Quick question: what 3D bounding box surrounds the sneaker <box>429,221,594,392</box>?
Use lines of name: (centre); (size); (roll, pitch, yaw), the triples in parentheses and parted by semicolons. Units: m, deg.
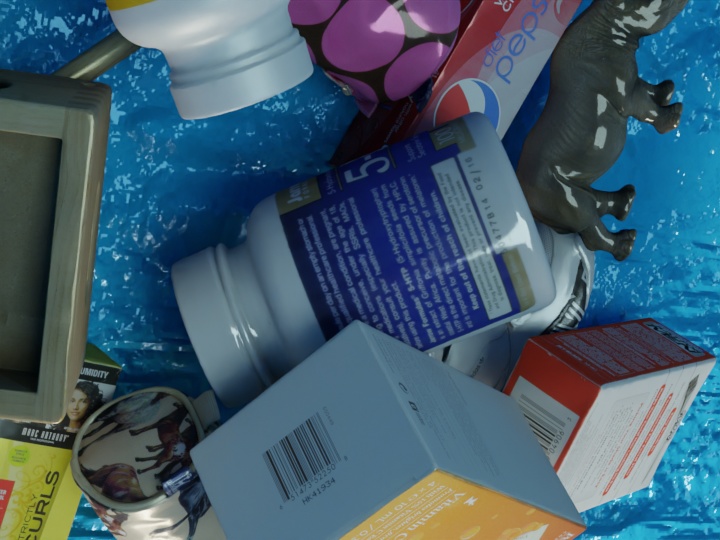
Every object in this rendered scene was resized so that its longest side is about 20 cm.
sneaker: (0.071, 0.034, 1.049); (0.114, 0.075, 0.201); (25, 95, -37)

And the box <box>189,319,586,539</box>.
box: (0.021, 0.124, 0.901); (0.124, 0.098, 0.200); (-38, 149, 15)

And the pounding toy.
pounding toy: (-0.198, -0.045, 0.827); (0.182, 0.142, 0.202); (7, 103, -6)

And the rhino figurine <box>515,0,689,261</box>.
rhino figurine: (0.158, -0.114, 1.016); (0.087, 0.060, 0.202); (16, 101, -9)

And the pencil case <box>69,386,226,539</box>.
pencil case: (-0.093, 0.152, 0.957); (0.089, 0.078, 0.201); (-16, 139, 8)

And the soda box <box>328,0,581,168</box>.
soda box: (0.066, -0.130, 1.003); (0.070, 0.063, 0.201); (31, 89, -34)

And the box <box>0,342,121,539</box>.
box: (-0.207, 0.136, 0.928); (0.075, 0.050, 0.202); (16, 97, -35)

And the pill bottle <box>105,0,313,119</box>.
pill bottle: (-0.089, -0.181, 0.789); (0.104, 0.104, 0.202); (-25, 107, -22)

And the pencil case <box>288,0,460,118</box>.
pencil case: (-0.033, -0.172, 0.919); (0.199, 0.091, 0.094); (33, 113, -32)

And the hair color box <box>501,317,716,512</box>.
hair color box: (0.154, 0.098, 1.071); (0.199, 0.064, 0.112); (-2, 122, -57)

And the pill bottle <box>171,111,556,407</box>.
pill bottle: (0.000, 0.000, 0.916); (0.199, 0.120, 0.120); (-22, 118, 2)
